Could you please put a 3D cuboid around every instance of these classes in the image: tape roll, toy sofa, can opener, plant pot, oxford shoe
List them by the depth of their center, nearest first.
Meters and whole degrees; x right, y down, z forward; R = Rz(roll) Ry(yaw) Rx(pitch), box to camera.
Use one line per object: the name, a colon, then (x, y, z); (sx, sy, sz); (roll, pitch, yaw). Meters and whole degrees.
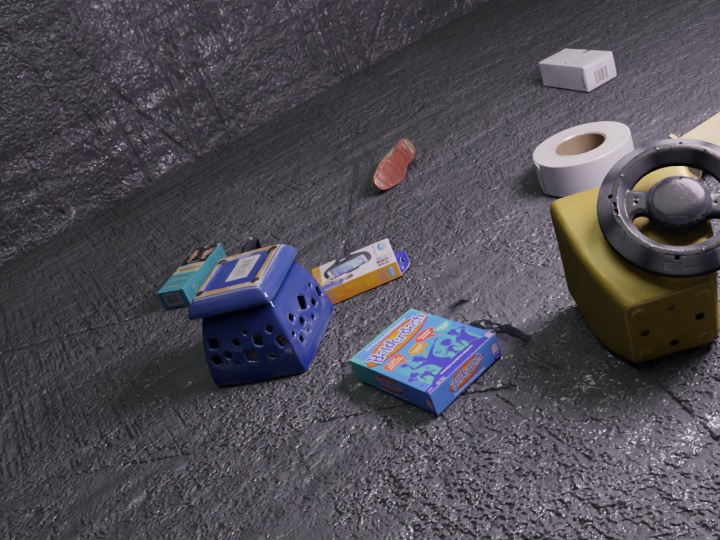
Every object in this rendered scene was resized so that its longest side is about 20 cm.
plant pot: (0.396, 0.006, 1.059); (0.193, 0.195, 0.201); (-19, 40, 9)
plant pot: (-0.188, 0.072, 1.414); (0.198, 0.181, 0.201); (-13, 28, 22)
toy sofa: (0.662, -0.238, 1.427); (0.199, 0.098, 0.083); (-31, 51, -15)
tape roll: (0.456, -0.228, 1.571); (0.200, 0.071, 0.203); (-19, 27, 10)
can opener: (-0.247, -0.045, 1.769); (0.078, 0.064, 0.200); (-24, 5, 6)
oxford shoe: (0.076, -0.257, 1.966); (0.074, 0.071, 0.200); (-33, 13, 46)

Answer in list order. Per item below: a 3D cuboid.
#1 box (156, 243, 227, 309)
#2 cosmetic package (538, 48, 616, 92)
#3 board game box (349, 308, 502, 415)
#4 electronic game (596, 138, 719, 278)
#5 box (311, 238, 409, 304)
box: (-0.401, 0.012, 1.849); (0.081, 0.050, 0.201); (-10, 29, 25)
cosmetic package: (0.576, -0.537, 2.050); (0.101, 0.075, 0.200); (-29, 28, -14)
board game box: (0.099, 0.137, 1.209); (0.152, 0.045, 0.199); (-38, 29, -27)
electronic game: (0.403, -0.083, 0.977); (0.197, 0.042, 0.202); (-8, 60, 15)
box: (0.000, 0.000, 1.554); (0.198, 0.042, 0.119); (-25, 26, 3)
